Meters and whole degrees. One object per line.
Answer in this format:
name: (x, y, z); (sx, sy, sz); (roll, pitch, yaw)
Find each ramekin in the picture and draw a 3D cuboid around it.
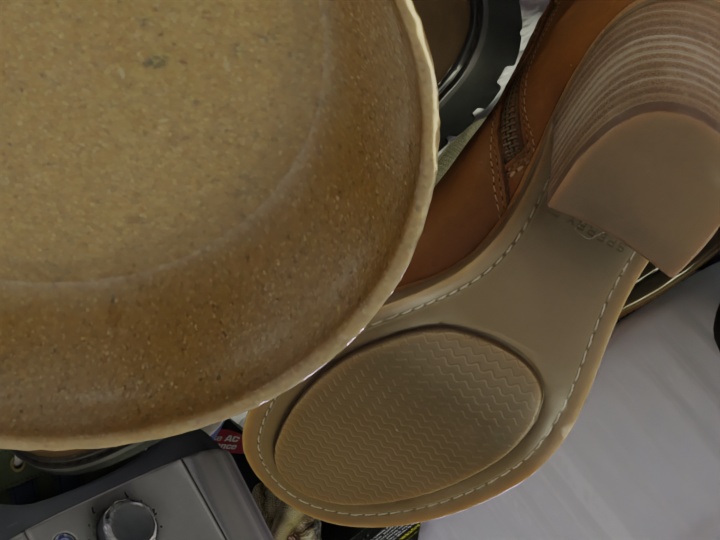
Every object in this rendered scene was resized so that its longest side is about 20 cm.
ramekin: (0.116, 0.084, 1.013); (0.200, 0.098, 0.201); (-36, 163, -12)

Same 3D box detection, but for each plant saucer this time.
plant saucer: (-0.080, -0.045, 0.579); (0.199, 0.036, 0.201); (4, 131, 5)

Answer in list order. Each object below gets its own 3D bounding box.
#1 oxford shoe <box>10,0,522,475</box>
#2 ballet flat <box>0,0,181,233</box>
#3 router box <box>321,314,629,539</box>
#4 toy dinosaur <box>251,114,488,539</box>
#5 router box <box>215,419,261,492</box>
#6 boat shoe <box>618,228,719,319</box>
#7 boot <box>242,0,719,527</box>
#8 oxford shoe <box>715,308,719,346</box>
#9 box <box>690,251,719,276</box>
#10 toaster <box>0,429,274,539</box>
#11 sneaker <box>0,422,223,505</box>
oxford shoe: (-0.050, -0.023, 0.757); (0.200, 0.073, 0.084); (-50, 151, 18)
ballet flat: (-0.073, -0.057, 0.636); (0.200, 0.069, 0.068); (-43, 172, 32)
router box: (0.038, 0.076, 1.123); (0.200, 0.051, 0.149); (-41, 159, 28)
toy dinosaur: (0.000, 0.000, 0.873); (0.201, 0.047, 0.088); (-57, 134, -12)
router box: (-0.109, 0.162, 1.015); (0.199, 0.062, 0.151); (-23, 125, -17)
boat shoe: (0.052, 0.000, 0.956); (0.199, 0.072, 0.068); (-26, 166, 15)
boot: (0.046, -0.026, 0.796); (0.200, 0.076, 0.156); (-51, -167, 34)
oxford shoe: (0.198, 0.005, 0.928); (0.199, 0.072, 0.085); (-28, 117, -36)
box: (0.173, -0.067, 0.989); (0.136, 0.040, 0.200); (-10, 151, -44)
toaster: (-0.075, 0.150, 0.849); (0.113, 0.130, 0.200); (-22, 160, -30)
sneaker: (-0.113, 0.048, 0.846); (0.200, 0.067, 0.090); (-2, 140, -54)
